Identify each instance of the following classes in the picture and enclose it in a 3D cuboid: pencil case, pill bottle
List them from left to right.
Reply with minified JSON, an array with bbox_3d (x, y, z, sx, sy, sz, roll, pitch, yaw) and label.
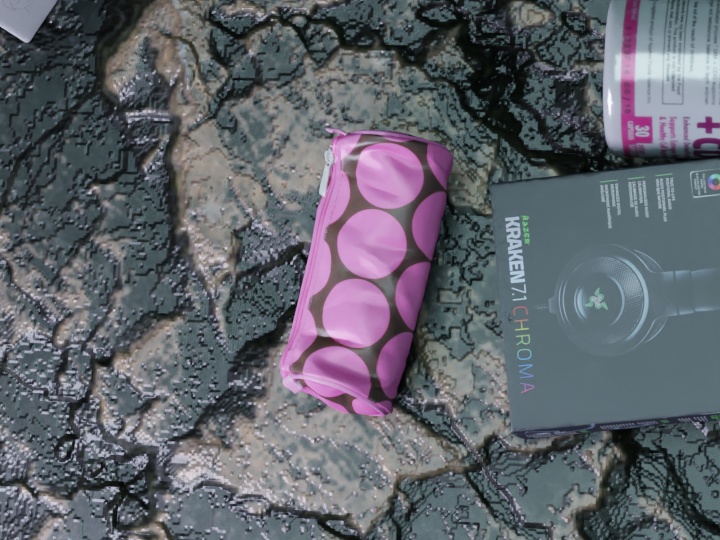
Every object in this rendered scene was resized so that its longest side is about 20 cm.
[{"bbox_3d":[0.000,0.000,1.484,0.093,0.091,0.201,14,83,-22],"label":"pencil case"},{"bbox_3d":[0.269,-0.132,1.427,0.199,0.113,0.114,2,84,12],"label":"pill bottle"}]

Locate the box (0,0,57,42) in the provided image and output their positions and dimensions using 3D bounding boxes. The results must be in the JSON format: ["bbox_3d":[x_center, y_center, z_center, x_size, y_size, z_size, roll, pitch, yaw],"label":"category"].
[{"bbox_3d":[-0.271,-0.275,1.515,0.106,0.200,0.153,35,90,14],"label":"box"}]

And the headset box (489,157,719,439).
[{"bbox_3d":[0.199,0.020,1.435,0.199,0.093,0.175,-5,83,11],"label":"headset box"}]
